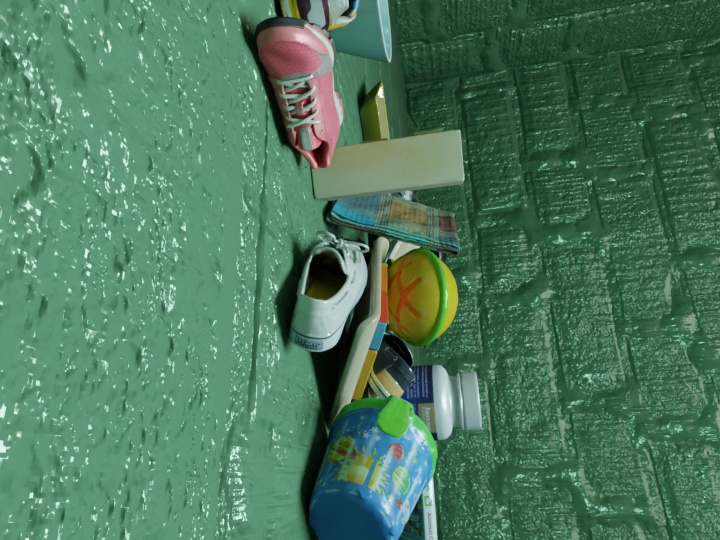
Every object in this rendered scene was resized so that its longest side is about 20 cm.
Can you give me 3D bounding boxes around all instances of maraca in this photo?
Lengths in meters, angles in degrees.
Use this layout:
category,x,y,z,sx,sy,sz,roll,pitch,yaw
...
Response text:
category,x,y,z,sx,sy,sz,roll,pitch,yaw
maraca,0.072,0.038,0.770,0.199,0.105,0.140,177,-82,-68

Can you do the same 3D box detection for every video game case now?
category,x,y,z,sx,sy,sz,roll,pitch,yaw
video game case,0.046,0.339,0.714,0.200,0.022,0.186,145,-54,-62

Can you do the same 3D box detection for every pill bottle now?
category,x,y,z,sx,sy,sz,roll,pitch,yaw
pill bottle,0.096,0.220,0.870,0.120,0.196,0.122,-6,90,-80

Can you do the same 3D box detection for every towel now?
category,x,y,z,sx,sy,sz,roll,pitch,yaw
towel,0.052,-0.084,0.798,0.147,0.196,0.022,-79,-176,-61

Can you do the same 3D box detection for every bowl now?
category,x,y,z,sx,sy,sz,roll,pitch,yaw
bowl,-0.013,-0.437,0.849,0.201,0.103,0.205,-6,90,-81

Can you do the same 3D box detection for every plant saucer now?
category,x,y,z,sx,sy,sz,roll,pitch,yaw
plant saucer,0.038,-0.337,1.273,0.201,0.047,0.203,-77,159,-60

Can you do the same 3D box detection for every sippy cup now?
category,x,y,z,sx,sy,sz,roll,pitch,yaw
sippy cup,0.008,0.235,0.580,0.130,0.137,0.181,-48,124,-63

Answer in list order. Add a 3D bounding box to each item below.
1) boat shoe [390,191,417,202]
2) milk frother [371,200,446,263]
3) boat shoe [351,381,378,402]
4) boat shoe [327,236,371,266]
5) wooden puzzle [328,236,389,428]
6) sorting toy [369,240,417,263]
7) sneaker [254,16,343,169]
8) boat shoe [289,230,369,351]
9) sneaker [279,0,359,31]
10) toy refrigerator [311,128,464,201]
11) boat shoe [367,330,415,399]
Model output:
category,x,y,z,sx,sy,sz,roll,pitch,yaw
boat shoe,0.067,-0.155,0.972,0.199,0.066,0.070,41,16,-9
milk frother,0.065,-0.054,1.117,0.197,0.179,0.192,-6,91,-37
boat shoe,0.013,0.199,0.773,0.202,0.067,0.076,-85,166,-48
boat shoe,0.000,-0.002,0.808,0.200,0.065,0.076,65,21,-64
wooden puzzle,0.006,0.080,0.696,0.201,0.037,0.187,-77,-177,-57
sorting toy,0.061,0.018,0.945,0.180,0.105,0.204,51,42,-86
sneaker,-0.055,-0.178,0.557,0.200,0.072,0.088,58,30,-70
boat shoe,-0.032,-0.005,0.581,0.203,0.073,0.087,-65,166,-59
sneaker,-0.041,-0.340,0.671,0.201,0.088,0.076,-80,162,-56
toy refrigerator,0.037,-0.142,0.708,0.076,0.196,0.071,-27,111,-79
boat shoe,0.043,0.126,0.760,0.075,0.062,0.200,49,6,-9
